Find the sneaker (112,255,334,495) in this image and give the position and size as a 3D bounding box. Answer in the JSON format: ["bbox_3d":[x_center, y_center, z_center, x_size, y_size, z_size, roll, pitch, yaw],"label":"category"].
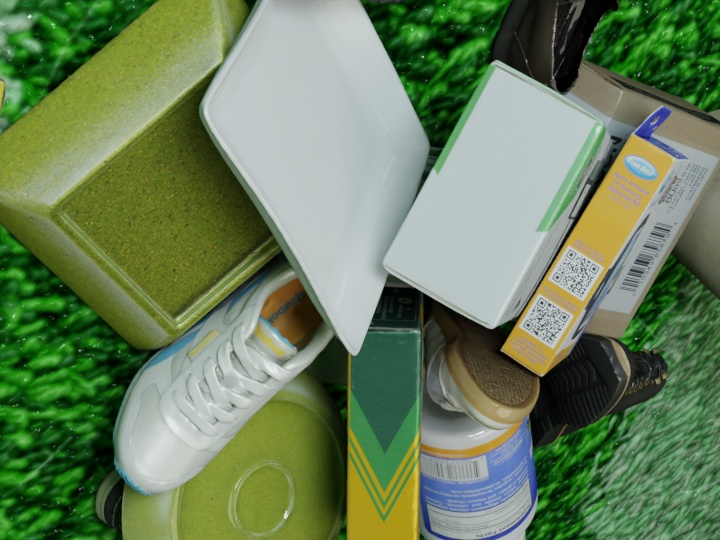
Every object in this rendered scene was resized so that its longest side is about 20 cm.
[{"bbox_3d":[-0.085,0.062,0.930,0.077,0.081,0.200,44,73,-11],"label":"sneaker"}]

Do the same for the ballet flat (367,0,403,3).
[{"bbox_3d":[0.010,-0.198,0.858,0.200,0.057,0.067,-20,91,-51],"label":"ballet flat"}]

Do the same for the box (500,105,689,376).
[{"bbox_3d":[0.177,-0.023,1.022,0.201,0.041,0.119,-58,168,13],"label":"box"}]

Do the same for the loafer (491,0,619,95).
[{"bbox_3d":[0.160,-0.210,0.995,0.073,0.071,0.201,-3,122,-39],"label":"loafer"}]

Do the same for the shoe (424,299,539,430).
[{"bbox_3d":[0.083,0.074,1.038,0.070,0.200,0.054,18,107,-10],"label":"shoe"}]

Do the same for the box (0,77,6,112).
[{"bbox_3d":[-0.273,-0.023,0.790,0.117,0.048,0.201,-3,118,-39],"label":"box"}]

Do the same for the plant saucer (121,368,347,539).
[{"bbox_3d":[-0.076,0.160,1.011,0.199,0.031,0.201,-9,104,-39],"label":"plant saucer"}]

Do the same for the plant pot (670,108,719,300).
[{"bbox_3d":[0.344,-0.038,1.191,0.200,0.183,0.201,-22,131,-27],"label":"plant pot"}]

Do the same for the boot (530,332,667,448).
[{"bbox_3d":[0.217,0.083,1.197,0.138,0.078,0.200,-15,169,-19],"label":"boot"}]

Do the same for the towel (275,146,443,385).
[{"bbox_3d":[0.000,0.000,1.046,0.149,0.031,0.201,4,116,-41],"label":"towel"}]

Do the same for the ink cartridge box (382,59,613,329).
[{"bbox_3d":[0.100,-0.047,0.953,0.147,0.084,0.200,-62,170,7],"label":"ink cartridge box"}]

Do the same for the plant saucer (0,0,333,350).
[{"bbox_3d":[-0.108,-0.052,0.883,0.200,0.048,0.200,-41,134,-1],"label":"plant saucer"}]

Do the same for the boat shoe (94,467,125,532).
[{"bbox_3d":[-0.095,0.160,1.056,0.200,0.066,0.072,-7,124,-36],"label":"boat shoe"}]

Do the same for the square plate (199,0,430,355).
[{"bbox_3d":[-0.026,-0.084,0.871,0.199,0.028,0.201,60,36,-36],"label":"square plate"}]

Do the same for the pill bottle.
[{"bbox_3d":[0.089,0.162,1.178,0.112,0.112,0.201,-30,135,-19],"label":"pill bottle"}]

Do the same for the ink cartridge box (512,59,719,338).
[{"bbox_3d":[0.184,-0.053,1.129,0.164,0.075,0.201,9,114,-44],"label":"ink cartridge box"}]

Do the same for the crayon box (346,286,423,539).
[{"bbox_3d":[0.018,0.122,0.999,0.051,0.126,0.201,2,102,3],"label":"crayon box"}]
